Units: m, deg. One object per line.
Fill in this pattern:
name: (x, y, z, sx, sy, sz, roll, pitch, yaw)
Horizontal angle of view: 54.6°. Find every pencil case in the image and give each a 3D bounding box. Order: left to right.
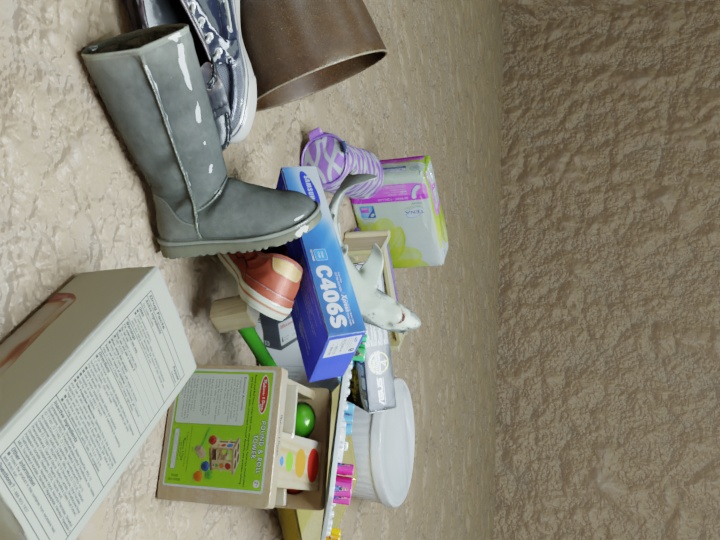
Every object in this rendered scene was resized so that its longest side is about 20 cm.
pencil case: (-0.026, -0.160, 1.078, 0.088, 0.082, 0.199, 66, 16, 9)

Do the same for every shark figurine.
shark figurine: (-0.018, -0.014, 0.874, 0.090, 0.125, 0.221, 125, -53, -82)

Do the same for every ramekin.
ramekin: (0.022, 0.278, 1.143, 0.202, 0.091, 0.210, -3, 90, -70)

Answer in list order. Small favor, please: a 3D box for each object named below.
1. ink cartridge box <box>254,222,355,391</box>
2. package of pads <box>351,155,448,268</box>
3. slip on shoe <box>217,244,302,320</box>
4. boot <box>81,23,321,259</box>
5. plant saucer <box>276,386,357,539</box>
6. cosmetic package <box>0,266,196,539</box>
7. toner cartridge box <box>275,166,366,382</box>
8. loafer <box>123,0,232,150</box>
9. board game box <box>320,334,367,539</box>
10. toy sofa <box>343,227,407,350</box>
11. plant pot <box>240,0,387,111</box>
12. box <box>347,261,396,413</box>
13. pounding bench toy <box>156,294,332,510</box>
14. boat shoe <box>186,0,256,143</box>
ink cartridge box: (-0.074, 0.051, 0.902, 0.145, 0.081, 0.207, -36, 122, -67)
package of pads: (0.070, -0.099, 1.232, 0.069, 0.150, 0.204, -69, 150, -48)
slip on shoe: (-0.103, -0.014, 0.725, 0.073, 0.200, 0.062, 28, 97, -26)
boot: (-0.135, -0.117, 0.630, 0.073, 0.176, 0.206, -107, -173, -65)
plant saucer: (-0.066, 0.270, 0.942, 0.201, 0.047, 0.206, -54, 141, -57)
cosmetic package: (-0.210, 0.095, 0.498, 0.201, 0.085, 0.106, -61, 142, -54)
toner cartridge box: (-0.051, 0.001, 0.729, 0.096, 0.042, 0.204, 118, -39, -53)
loafer: (-0.171, -0.198, 0.647, 0.063, 0.070, 0.205, 41, -27, 62)
board game box: (-0.021, 0.207, 0.820, 0.203, 0.025, 0.204, 99, -2, -50)
toy sofa: (0.027, 0.029, 1.200, 0.098, 0.080, 0.205, -58, 141, -56)
plant pot: (-0.086, -0.316, 0.809, 0.205, 0.182, 0.187, 69, 23, -8)
box: (-0.001, 0.092, 1.020, 0.161, 0.048, 0.207, 177, -93, -71)
pounding bench toy: (-0.107, 0.142, 0.739, 0.156, 0.120, 0.206, 42, 48, -64)
boat shoe: (-0.164, -0.235, 0.710, 0.092, 0.073, 0.207, -6, 88, -63)
